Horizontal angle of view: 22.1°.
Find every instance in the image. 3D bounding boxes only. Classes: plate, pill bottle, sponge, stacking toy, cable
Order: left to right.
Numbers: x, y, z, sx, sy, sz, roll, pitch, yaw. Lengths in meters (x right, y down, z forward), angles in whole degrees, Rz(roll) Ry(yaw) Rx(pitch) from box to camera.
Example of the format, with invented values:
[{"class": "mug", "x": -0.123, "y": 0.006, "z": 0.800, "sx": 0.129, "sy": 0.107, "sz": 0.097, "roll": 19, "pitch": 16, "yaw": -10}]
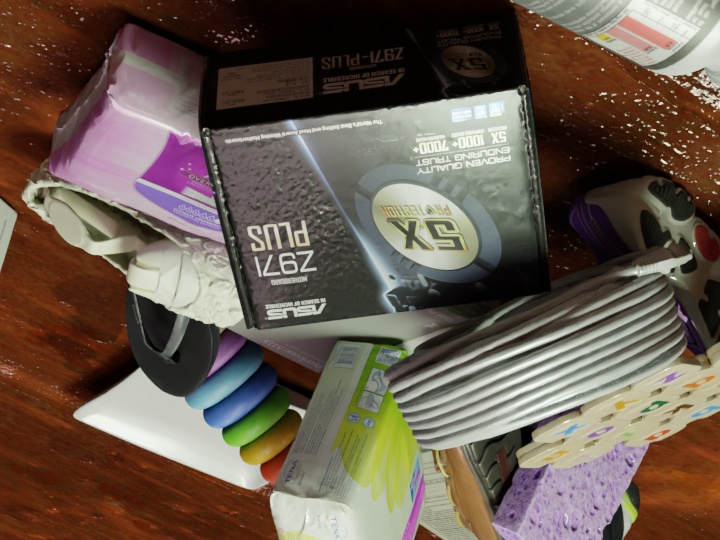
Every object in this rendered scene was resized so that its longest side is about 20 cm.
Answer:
[{"class": "plate", "x": -0.133, "y": 0.129, "z": 1.672, "sx": 0.200, "sy": 0.032, "sz": 0.200, "roll": 25, "pitch": 147, "yaw": -22}, {"class": "stacking toy", "x": -0.081, "y": 0.121, "z": 1.483, "sx": 0.200, "sy": 0.085, "sz": 0.085, "roll": 52, "pitch": 139, "yaw": -9}, {"class": "cable", "x": 0.115, "y": 0.054, "z": 1.211, "sx": 0.200, "sy": 0.069, "sz": 0.200, "roll": -24, "pitch": -179, "yaw": -20}, {"class": "sponge", "x": 0.175, "y": 0.134, "z": 1.407, "sx": 0.030, "sy": 0.200, "sz": 0.112, "roll": 13, "pitch": 156, "yaw": 41}, {"class": "pill bottle", "x": 0.148, "y": -0.172, "z": 0.971, "sx": 0.200, "sy": 0.116, "sz": 0.116, "roll": 24, "pitch": 148, "yaw": -20}]

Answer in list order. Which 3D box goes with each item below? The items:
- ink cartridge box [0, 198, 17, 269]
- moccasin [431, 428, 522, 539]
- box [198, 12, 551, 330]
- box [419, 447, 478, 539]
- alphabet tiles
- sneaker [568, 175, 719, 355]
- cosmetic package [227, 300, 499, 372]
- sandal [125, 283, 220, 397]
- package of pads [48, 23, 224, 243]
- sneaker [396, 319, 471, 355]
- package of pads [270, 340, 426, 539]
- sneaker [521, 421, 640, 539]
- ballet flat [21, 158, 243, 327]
[{"class": "ink cartridge box", "x": -0.382, "y": -0.055, "z": 1.392, "sx": 0.145, "sy": 0.083, "sz": 0.200, "roll": -7, "pitch": 145, "yaw": 29}, {"class": "moccasin", "x": 0.082, "y": 0.127, "z": 1.377, "sx": 0.078, "sy": 0.074, "sz": 0.201, "roll": 19, "pitch": 146, "yaw": 37}, {"class": "box", "x": 0.012, "y": -0.060, "z": 1.156, "sx": 0.200, "sy": 0.086, "sz": 0.164, "roll": -7, "pitch": 130, "yaw": 4}, {"class": "box", "x": 0.093, "y": 0.152, "z": 1.554, "sx": 0.128, "sy": 0.109, "sz": 0.200, "roll": -14, "pitch": 141, "yaw": 39}, {"class": "alphabet tiles", "x": 0.207, "y": 0.090, "z": 1.279, "sx": 0.200, "sy": 0.015, "sz": 0.196, "roll": -32, "pitch": 158, "yaw": 27}, {"class": "sneaker", "x": 0.218, "y": 0.001, "z": 1.308, "sx": 0.083, "sy": 0.081, "sz": 0.200, "roll": 0, "pitch": 141, "yaw": 45}, {"class": "cosmetic package", "x": 0.000, "y": 0.000, "z": 1.351, "sx": 0.107, "sy": 0.090, "sz": 0.200, "roll": 27, "pitch": 144, "yaw": -32}, {"class": "sandal", "x": -0.146, "y": 0.010, "z": 1.375, "sx": 0.076, "sy": 0.043, "sz": 0.200, "roll": 16, "pitch": 124, "yaw": 19}, {"class": "package of pads", "x": -0.101, "y": -0.081, "z": 1.256, "sx": 0.200, "sy": 0.076, "sz": 0.121, "roll": 23, "pitch": 147, "yaw": -19}, {"class": "sneaker", "x": 0.055, "y": 0.053, "z": 1.426, "sx": 0.088, "sy": 0.075, "sz": 0.200, "roll": 42, "pitch": 151, "yaw": -20}, {"class": "package of pads", "x": -0.006, "y": 0.171, "z": 1.380, "sx": 0.068, "sy": 0.155, "sz": 0.200, "roll": 10, "pitch": 140, "yaw": 17}, {"class": "sneaker", "x": 0.151, "y": 0.173, "z": 1.459, "sx": 0.200, "sy": 0.083, "sz": 0.072, "roll": 37, "pitch": 157, "yaw": -29}, {"class": "ballet flat", "x": -0.163, "y": -0.016, "z": 1.320, "sx": 0.200, "sy": 0.072, "sz": 0.072, "roll": 33, "pitch": 155, "yaw": 18}]
